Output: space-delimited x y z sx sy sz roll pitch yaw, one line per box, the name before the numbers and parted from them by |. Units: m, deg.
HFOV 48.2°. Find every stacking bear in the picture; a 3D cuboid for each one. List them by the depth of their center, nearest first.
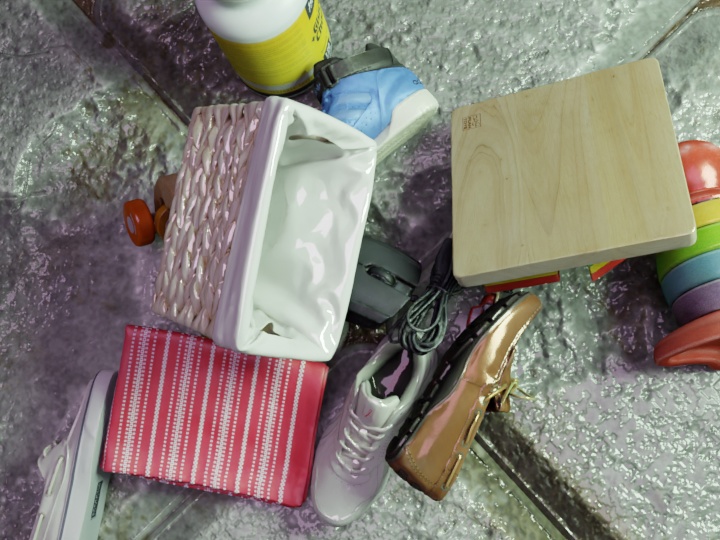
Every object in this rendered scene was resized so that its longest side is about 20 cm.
stacking bear | 0.315 -0.025 0.729 0.120 0.114 0.202 7 62 -29

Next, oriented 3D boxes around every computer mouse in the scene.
computer mouse | 0.000 0.000 0.759 0.198 0.053 0.139 8 50 28

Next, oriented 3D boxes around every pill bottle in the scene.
pill bottle | -0.096 -0.257 0.783 0.111 0.200 0.113 -1 78 7

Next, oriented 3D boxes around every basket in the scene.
basket | -0.084 -0.035 0.691 0.122 0.135 0.202 10 88 36

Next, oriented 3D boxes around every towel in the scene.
towel | -0.136 0.139 0.760 0.198 0.022 0.146 12 93 -4

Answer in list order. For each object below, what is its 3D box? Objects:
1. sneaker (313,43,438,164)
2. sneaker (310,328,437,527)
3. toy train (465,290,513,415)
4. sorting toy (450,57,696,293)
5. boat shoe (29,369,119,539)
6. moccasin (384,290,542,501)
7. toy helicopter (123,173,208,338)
sneaker | -0.029 -0.147 0.813 0.199 0.077 0.112 -39 82 -6
sneaker | 0.004 0.139 0.738 0.077 0.099 0.202 22 82 11
toy train | 0.124 0.051 0.775 0.045 0.034 0.202 13 80 12
sorting toy | 0.187 -0.076 0.734 0.197 0.070 0.202 -11 53 21
boat shoe | -0.280 0.194 0.783 0.065 0.072 0.202 10 88 5
moccasin | 0.104 0.106 0.707 0.077 0.074 0.202 36 68 -4
toy helicopter | -0.156 0.003 0.784 0.078 0.132 0.202 -19 94 -29
